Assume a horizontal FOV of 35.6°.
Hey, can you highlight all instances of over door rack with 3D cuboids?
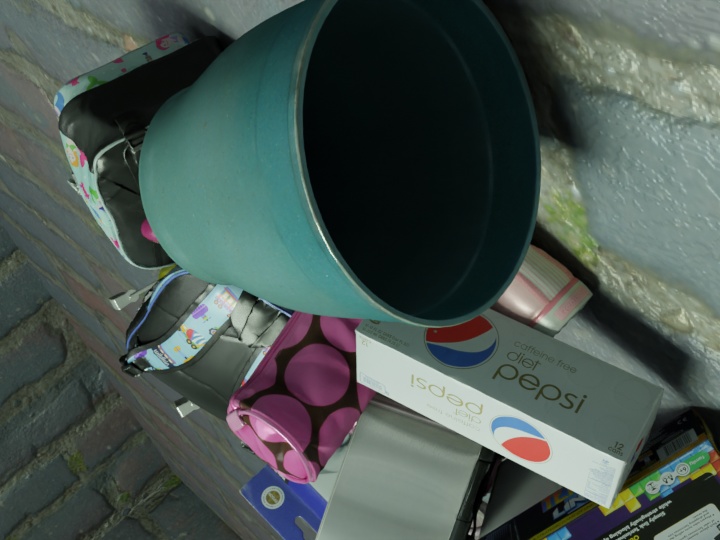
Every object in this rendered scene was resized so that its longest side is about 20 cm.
[{"bbox_3d":[-0.141,0.050,1.160,0.148,0.200,0.067,61,-178,-9],"label":"over door rack"}]

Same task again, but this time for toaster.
[{"bbox_3d":[0.042,0.192,0.930,0.119,0.181,0.200,19,-176,8],"label":"toaster"}]

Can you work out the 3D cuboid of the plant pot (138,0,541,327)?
[{"bbox_3d":[-0.026,-0.064,0.671,0.188,0.200,0.200,-5,125,45],"label":"plant pot"}]

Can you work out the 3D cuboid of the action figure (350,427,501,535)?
[{"bbox_3d":[0.040,0.160,1.083,0.200,0.149,0.134,26,146,-13],"label":"action figure"}]

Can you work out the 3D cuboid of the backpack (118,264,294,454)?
[{"bbox_3d":[-0.101,0.046,1.004,0.183,0.135,0.200,34,141,-5],"label":"backpack"}]

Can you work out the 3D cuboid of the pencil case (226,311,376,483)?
[{"bbox_3d":[-0.022,0.058,0.856,0.094,0.200,0.091,41,156,-19],"label":"pencil case"}]

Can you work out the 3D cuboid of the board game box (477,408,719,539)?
[{"bbox_3d":[0.199,0.220,0.790,0.165,0.200,0.057,53,-167,-11],"label":"board game box"}]

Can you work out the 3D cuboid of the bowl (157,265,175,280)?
[{"bbox_3d":[-0.126,0.049,1.275,0.108,0.200,0.200,-24,111,25],"label":"bowl"}]

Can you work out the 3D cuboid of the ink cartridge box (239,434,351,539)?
[{"bbox_3d":[-0.003,0.239,1.253,0.200,0.200,0.041,40,159,23],"label":"ink cartridge box"}]

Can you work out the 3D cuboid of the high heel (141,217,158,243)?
[{"bbox_3d":[-0.107,-0.089,0.928,0.067,0.200,0.096,-103,-12,-47],"label":"high heel"}]

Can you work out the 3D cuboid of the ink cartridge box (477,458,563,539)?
[{"bbox_3d":[0.194,0.243,0.906,0.200,0.084,0.145,51,-159,-4],"label":"ink cartridge box"}]

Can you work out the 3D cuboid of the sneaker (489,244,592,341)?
[{"bbox_3d":[0.090,0.029,0.847,0.105,0.075,0.200,42,152,5],"label":"sneaker"}]

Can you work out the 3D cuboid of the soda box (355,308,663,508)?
[{"bbox_3d":[0.096,0.078,0.763,0.200,0.068,0.064,25,145,20],"label":"soda box"}]

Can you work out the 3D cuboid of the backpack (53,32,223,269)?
[{"bbox_3d":[-0.179,-0.105,1.035,0.151,0.177,0.200,48,160,35],"label":"backpack"}]

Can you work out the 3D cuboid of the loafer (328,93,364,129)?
[{"bbox_3d":[0.003,-0.088,0.831,0.075,0.070,0.200,39,158,27],"label":"loafer"}]
